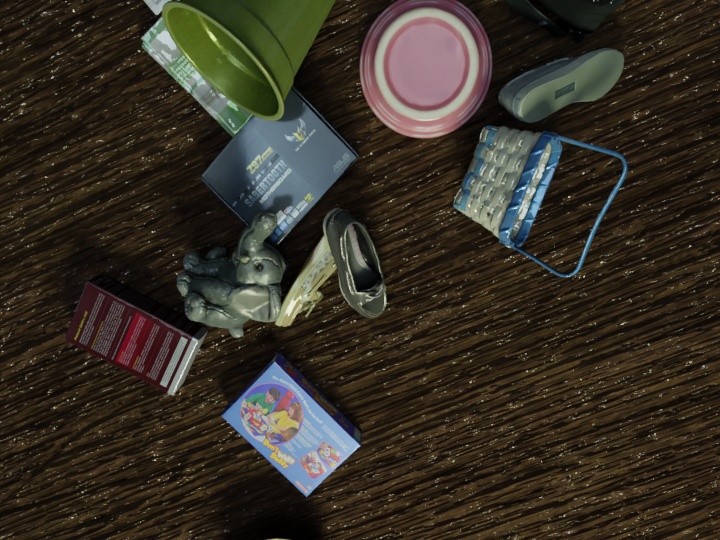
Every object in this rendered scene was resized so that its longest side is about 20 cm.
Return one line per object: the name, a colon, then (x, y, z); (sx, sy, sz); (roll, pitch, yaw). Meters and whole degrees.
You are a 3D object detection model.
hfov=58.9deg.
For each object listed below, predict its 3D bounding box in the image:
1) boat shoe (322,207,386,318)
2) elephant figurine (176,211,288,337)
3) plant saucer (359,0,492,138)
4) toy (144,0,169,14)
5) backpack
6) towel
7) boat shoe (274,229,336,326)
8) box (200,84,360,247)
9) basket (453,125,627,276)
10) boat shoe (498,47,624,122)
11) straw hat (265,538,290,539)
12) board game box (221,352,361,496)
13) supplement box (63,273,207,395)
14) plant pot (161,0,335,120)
boat shoe: (0.000, 0.000, 0.957); (0.066, 0.057, 0.202); (-35, 124, -19)
elephant figurine: (-0.164, 0.012, 0.954); (0.197, 0.155, 0.144); (-16, 80, 23)
plant saucer: (0.095, -0.297, 0.927); (0.196, 0.051, 0.205); (1, 102, 4)
toy: (-0.255, -0.477, 0.911); (0.199, 0.047, 0.116); (-41, 97, 4)
backpack: (0.262, -0.419, 0.849); (0.198, 0.167, 0.128); (30, 83, 0)
towel: (-0.212, -0.321, 0.951); (0.149, 0.031, 0.200); (-44, 96, 12)
boat shoe: (-0.066, 0.009, 0.991); (0.062, 0.073, 0.202); (32, 99, -10)
box: (-0.121, -0.159, 0.969); (0.158, 0.051, 0.200); (45, 101, -6)
basket: (0.248, -0.111, 0.895); (0.198, 0.138, 0.179); (31, 105, 27)
boat shoe: (0.282, -0.272, 0.903); (0.198, 0.072, 0.071); (-25, 133, -18)
straw hat: (-0.130, 0.518, 1.099); (0.197, 0.085, 0.205); (0, 107, 0)
board game box: (-0.112, 0.257, 1.061); (0.134, 0.045, 0.200); (-43, 96, 11)
supplement box: (-0.363, 0.103, 1.036); (0.198, 0.061, 0.110); (29, 102, -4)
plant pot: (-0.129, -0.345, 0.862); (0.199, 0.200, 0.191); (37, 76, -5)
